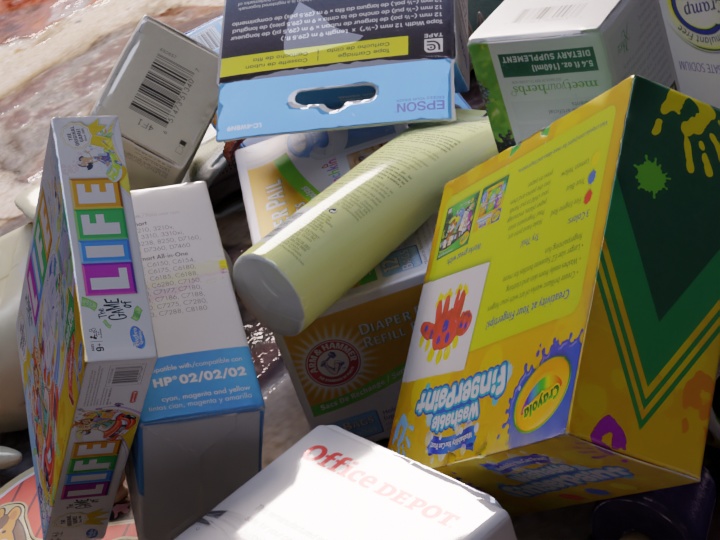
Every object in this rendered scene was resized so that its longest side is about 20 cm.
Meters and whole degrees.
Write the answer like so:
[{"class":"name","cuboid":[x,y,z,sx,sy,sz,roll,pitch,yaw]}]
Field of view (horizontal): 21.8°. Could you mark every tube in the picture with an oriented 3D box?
[{"class":"tube","cuboid":[0.014,-0.038,1.016,0.058,0.052,0.200,40,54,11]}]

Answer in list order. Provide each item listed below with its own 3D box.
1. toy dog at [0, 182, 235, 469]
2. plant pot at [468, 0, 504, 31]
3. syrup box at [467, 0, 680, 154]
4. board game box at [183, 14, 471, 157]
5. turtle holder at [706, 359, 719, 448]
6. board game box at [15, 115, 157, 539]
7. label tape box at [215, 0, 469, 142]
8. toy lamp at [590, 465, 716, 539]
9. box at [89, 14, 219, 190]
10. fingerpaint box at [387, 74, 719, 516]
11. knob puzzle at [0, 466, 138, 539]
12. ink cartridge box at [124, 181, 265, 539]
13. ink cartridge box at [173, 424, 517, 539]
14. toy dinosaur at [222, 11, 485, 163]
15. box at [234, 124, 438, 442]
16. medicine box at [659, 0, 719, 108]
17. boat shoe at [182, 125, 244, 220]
[{"class":"toy dog","cuboid":[-0.176,0.018,1.165,0.198,0.140,0.195,-14,42,11]},{"class":"plant pot","cuboid":[0.040,-0.230,1.421,0.134,0.200,0.201,-43,25,15]},{"class":"syrup box","cuboid":[0.132,-0.056,1.022,0.078,0.201,0.081,0,32,33]},{"class":"board game box","cuboid":[-0.019,-0.113,1.284,0.151,0.037,0.200,-29,63,-16]},{"class":"turtle holder","cuboid":[0.183,0.026,0.914,0.184,0.142,0.132,-10,31,16]},{"class":"board game box","cuboid":[-0.142,0.035,0.944,0.034,0.200,0.135,-3,59,-18]},{"class":"label tape box","cuboid":[-0.008,-0.145,1.132,0.142,0.066,0.201,-6,55,9]},{"class":"toy lamp","cuboid":[0.103,0.155,0.830,0.058,0.059,0.200,4,36,37]},{"class":"box","cuboid":[-0.140,-0.089,1.225,0.083,0.068,0.200,-64,6,-17]},{"class":"fingerpaint box","cuboid":[0.095,0.022,0.884,0.200,0.073,0.168,-29,44,64]},{"class":"knob puzzle","cuboid":[-0.157,0.141,1.047,0.218,0.031,0.220,-16,29,9]},{"class":"ink cartridge box","cuboid":[-0.104,0.035,1.010,0.067,0.116,0.201,-8,50,-13]},{"class":"ink cartridge box","cuboid":[-0.035,0.175,0.854,0.200,0.084,0.145,-36,33,-26]},{"class":"toy dinosaur","cuboid":[0.043,-0.102,1.229,0.200,0.181,0.105,-36,25,41]},{"class":"box","cuboid":[0.000,0.000,1.099,0.112,0.102,0.200,-19,33,1]},{"class":"medicine box","cuboid":[0.272,-0.134,1.067,0.181,0.201,0.103,13,40,45]},{"class":"boat shoe","cuboid":[-0.045,-0.099,1.349,0.201,0.075,0.065,-27,35,-5]}]
